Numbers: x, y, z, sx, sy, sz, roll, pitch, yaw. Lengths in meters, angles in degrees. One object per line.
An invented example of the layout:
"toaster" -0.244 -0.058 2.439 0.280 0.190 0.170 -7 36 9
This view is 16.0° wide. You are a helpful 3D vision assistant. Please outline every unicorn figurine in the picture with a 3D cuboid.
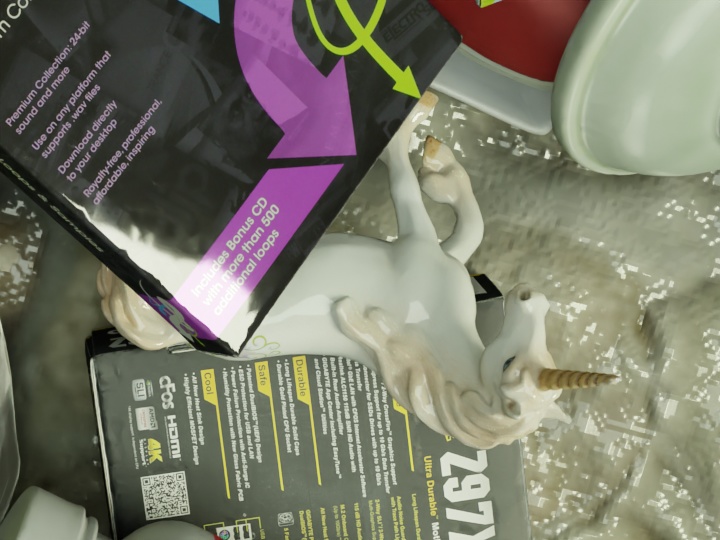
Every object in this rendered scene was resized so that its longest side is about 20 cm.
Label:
"unicorn figurine" 0.000 0.000 0.923 0.199 0.074 0.138 -5 62 14

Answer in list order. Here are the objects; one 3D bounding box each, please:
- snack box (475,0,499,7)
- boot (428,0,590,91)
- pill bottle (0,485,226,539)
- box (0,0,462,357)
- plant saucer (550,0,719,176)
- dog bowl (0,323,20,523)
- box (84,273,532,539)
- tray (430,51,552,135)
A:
"snack box" 0.097 -0.197 0.793 0.199 0.068 0.169 -22 79 -1
"boot" 0.012 -0.141 0.869 0.072 0.144 0.200 -45 84 6
"pill bottle" -0.046 0.156 0.906 0.199 0.109 0.109 28 95 -10
"box" -0.074 -0.088 0.843 0.200 0.036 0.143 42 73 -25
"plant saucer" 0.159 -0.092 0.898 0.200 0.200 0.050 -36 66 0
"dog bowl" -0.221 0.046 0.942 0.199 0.059 0.201 -1 99 -6
"box" -0.015 0.113 0.983 0.159 0.049 0.201 -9 100 -8
"tray" 0.063 -0.162 0.960 0.107 0.022 0.201 24 96 -9
